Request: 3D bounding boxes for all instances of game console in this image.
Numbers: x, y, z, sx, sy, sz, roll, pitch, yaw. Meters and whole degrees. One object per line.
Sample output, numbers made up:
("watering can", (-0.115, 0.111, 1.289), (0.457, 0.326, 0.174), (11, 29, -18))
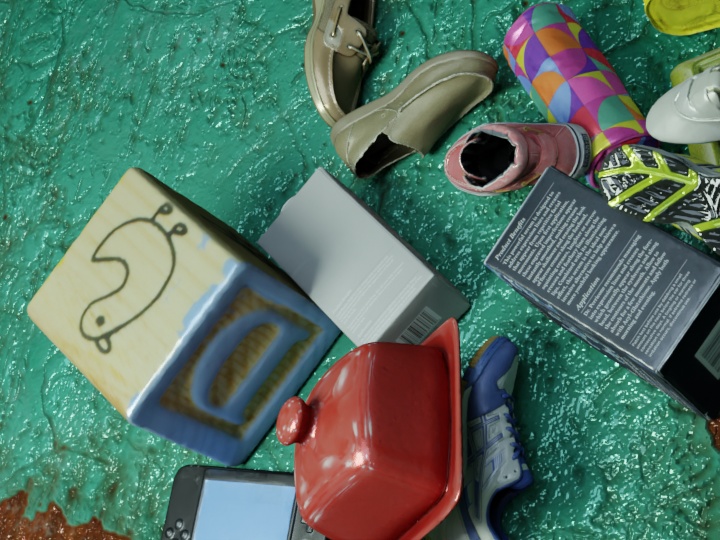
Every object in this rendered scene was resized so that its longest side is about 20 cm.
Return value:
("game console", (-0.141, 0.267, 1.474), (0.199, 0.116, 0.177), (0, 71, 31))

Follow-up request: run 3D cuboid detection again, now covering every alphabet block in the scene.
("alphabet block", (-0.176, 0.048, 1.539), (0.200, 0.196, 0.196), (37, 90, 37))

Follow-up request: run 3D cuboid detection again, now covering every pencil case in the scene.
("pencil case", (0.212, -0.166, 1.462), (0.088, 0.088, 0.201), (-36, 58, 14))

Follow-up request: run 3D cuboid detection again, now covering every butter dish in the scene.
("butter dish", (-0.004, 0.150, 1.367), (0.200, 0.147, 0.201), (-51, 29, 46))

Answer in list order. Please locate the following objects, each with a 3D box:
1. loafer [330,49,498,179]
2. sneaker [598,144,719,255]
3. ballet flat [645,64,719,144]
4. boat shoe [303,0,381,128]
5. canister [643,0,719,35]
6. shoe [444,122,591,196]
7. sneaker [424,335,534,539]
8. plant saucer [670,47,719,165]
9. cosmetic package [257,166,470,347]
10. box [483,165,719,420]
("loafer", (0.060, -0.154, 1.558), (0.199, 0.076, 0.068), (-30, 57, 30))
("sneaker", (0.295, -0.055, 1.244), (0.199, 0.076, 0.076), (29, 111, 20))
("ballet flat", (0.336, -0.153, 1.326), (0.199, 0.069, 0.070), (0, 70, 32))
("boat shoe", (-0.015, -0.247, 1.641), (0.064, 0.071, 0.201), (-13, 63, 28))
("canister", (0.336, -0.341, 1.455), (0.148, 0.086, 0.201), (-13, 62, 26))
("shoe", (0.120, -0.107, 1.444), (0.200, 0.091, 0.072), (-1, 92, 57))
("sneaker", (0.124, 0.162, 1.390), (0.088, 0.075, 0.201), (13, 86, 27))
("plant saucer", (0.382, -0.144, 1.366), (0.199, 0.048, 0.201), (-21, 61, 23))
("cosmetic package", (0.000, 0.000, 1.520), (0.107, 0.090, 0.200), (-48, 51, 6))
("box", (0.233, 0.020, 1.326), (0.200, 0.148, 0.107), (35, 90, 37))
